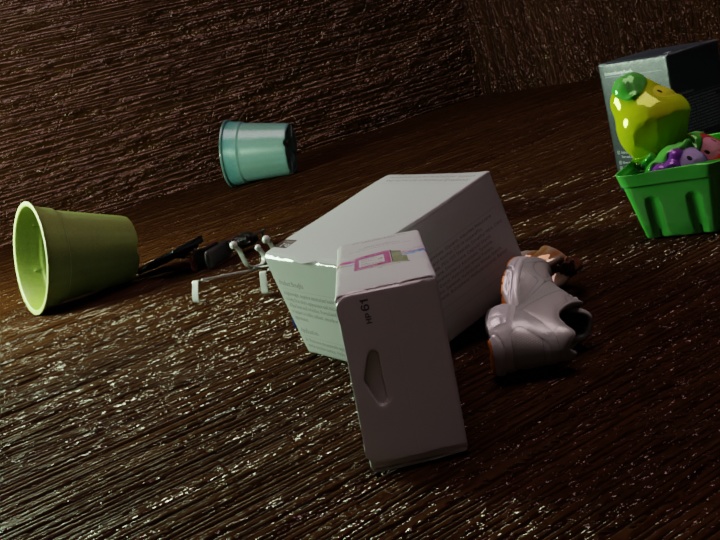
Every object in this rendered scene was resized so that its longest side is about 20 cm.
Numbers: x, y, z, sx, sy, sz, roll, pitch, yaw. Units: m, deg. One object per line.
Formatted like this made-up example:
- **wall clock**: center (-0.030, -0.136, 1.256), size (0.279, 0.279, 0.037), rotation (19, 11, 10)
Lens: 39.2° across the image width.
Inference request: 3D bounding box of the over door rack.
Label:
- **over door rack**: center (-0.156, -0.015, 1.587), size (0.146, 0.068, 0.200), rotation (-8, 14, 31)

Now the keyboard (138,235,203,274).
- **keyboard**: center (-0.347, -0.020, 1.891), size (0.104, 0.040, 0.199), rotation (-32, 8, -35)

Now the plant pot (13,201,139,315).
- **plant pot**: center (-0.512, -0.030, 1.846), size (0.188, 0.203, 0.199), rotation (-6, 6, -34)

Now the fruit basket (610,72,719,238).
- **fruit basket**: center (0.403, -0.161, 1.282), size (0.154, 0.219, 0.215), rotation (-5, 15, 35)

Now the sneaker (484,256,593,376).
- **sneaker**: center (0.179, 0.043, 0.968), size (0.091, 0.077, 0.200), rotation (-2, 23, 18)

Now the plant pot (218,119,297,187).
- **plant pot**: center (-0.295, -0.353, 2.993), size (0.193, 0.203, 0.200), rotation (-3, 14, 10)

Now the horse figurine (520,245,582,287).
- **horse figurine**: center (0.180, 0.004, 1.161), size (0.198, 0.050, 0.132), rotation (-6, 21, 44)

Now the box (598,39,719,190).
- **box**: center (0.459, -0.229, 1.515), size (0.106, 0.203, 0.148), rotation (-20, 14, -25)

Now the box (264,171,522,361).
- **box**: center (0.037, -0.004, 1.092), size (0.199, 0.132, 0.198), rotation (-34, 20, -25)

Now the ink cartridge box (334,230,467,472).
- **ink cartridge box**: center (0.031, 0.059, 0.858), size (0.083, 0.147, 0.200), rotation (-12, 12, 3)

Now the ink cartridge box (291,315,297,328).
- **ink cartridge box**: center (0.000, 0.000, 1.278), size (0.197, 0.095, 0.044), rotation (-15, 12, -4)

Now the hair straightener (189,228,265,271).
- **hair straightener**: center (-0.230, -0.042, 1.880), size (0.076, 0.042, 0.199), rotation (-6, 10, 31)
